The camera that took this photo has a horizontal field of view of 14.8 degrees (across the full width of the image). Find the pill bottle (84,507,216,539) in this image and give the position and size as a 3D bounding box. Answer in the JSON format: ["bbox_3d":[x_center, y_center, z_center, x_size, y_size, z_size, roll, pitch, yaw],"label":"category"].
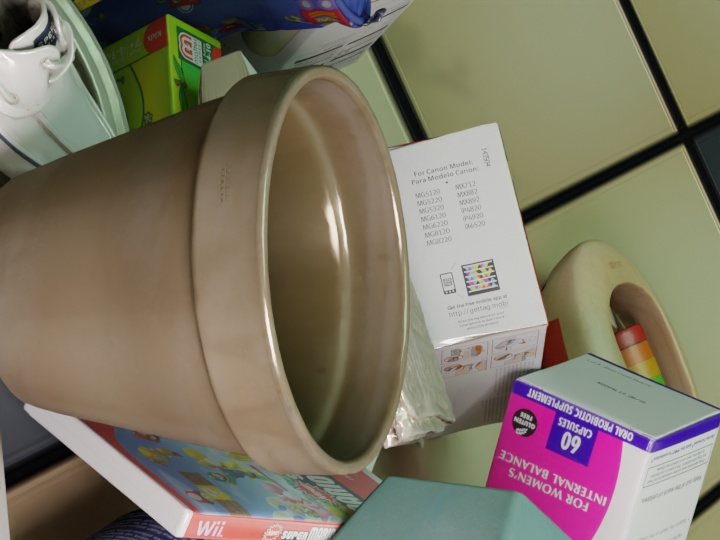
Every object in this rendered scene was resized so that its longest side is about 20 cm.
[{"bbox_3d":[-0.111,0.184,1.416,0.200,0.111,0.111,-30,95,-58],"label":"pill bottle"}]

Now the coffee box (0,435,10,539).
[{"bbox_3d":[-0.230,0.128,1.309,0.113,0.080,0.201,20,54,-49],"label":"coffee box"}]

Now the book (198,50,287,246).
[{"bbox_3d":[-0.030,-0.016,1.566,0.200,0.048,0.134,52,24,-50],"label":"book"}]

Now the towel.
[{"bbox_3d":[0.000,0.000,1.512,0.133,0.034,0.201,14,58,-78],"label":"towel"}]

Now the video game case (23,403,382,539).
[{"bbox_3d":[-0.065,0.107,1.485,0.200,0.018,0.143,9,19,-47],"label":"video game case"}]

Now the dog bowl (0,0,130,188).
[{"bbox_3d":[-0.214,-0.081,1.476,0.200,0.074,0.201,34,44,-41],"label":"dog bowl"}]

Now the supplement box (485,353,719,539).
[{"bbox_3d":[0.133,0.167,1.701,0.103,0.101,0.201,-14,122,-57],"label":"supplement box"}]

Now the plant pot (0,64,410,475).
[{"bbox_3d":[-0.088,0.005,1.369,0.200,0.173,0.201,-4,90,-71],"label":"plant pot"}]

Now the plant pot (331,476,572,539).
[{"bbox_3d":[0.037,0.217,1.424,0.141,0.141,0.201,45,59,-45],"label":"plant pot"}]

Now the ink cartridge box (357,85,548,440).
[{"bbox_3d":[0.054,-0.009,1.720,0.200,0.083,0.176,87,-9,-72],"label":"ink cartridge box"}]

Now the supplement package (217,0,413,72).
[{"bbox_3d":[-0.024,-0.230,1.699,0.152,0.200,0.151,49,31,6],"label":"supplement package"}]

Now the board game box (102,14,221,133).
[{"bbox_3d":[-0.123,-0.031,1.549,0.048,0.101,0.201,26,49,-46],"label":"board game box"}]

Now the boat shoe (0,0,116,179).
[{"bbox_3d":[-0.180,-0.110,1.414,0.200,0.065,0.074,44,38,-31],"label":"boat shoe"}]

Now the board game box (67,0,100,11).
[{"bbox_3d":[-0.134,-0.232,1.572,0.057,0.199,0.166,45,37,-32],"label":"board game box"}]

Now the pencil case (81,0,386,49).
[{"bbox_3d":[-0.085,-0.165,1.607,0.087,0.199,0.078,10,73,-65],"label":"pencil case"}]

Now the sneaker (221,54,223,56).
[{"bbox_3d":[-0.095,-0.045,1.635,0.088,0.077,0.201,-7,73,-48],"label":"sneaker"}]

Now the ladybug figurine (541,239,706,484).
[{"bbox_3d":[0.179,0.079,1.946,0.136,0.072,0.201,-8,76,-57],"label":"ladybug figurine"}]

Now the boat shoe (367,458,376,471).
[{"bbox_3d":[-0.027,0.092,1.643,0.060,0.074,0.201,47,44,-35],"label":"boat shoe"}]
